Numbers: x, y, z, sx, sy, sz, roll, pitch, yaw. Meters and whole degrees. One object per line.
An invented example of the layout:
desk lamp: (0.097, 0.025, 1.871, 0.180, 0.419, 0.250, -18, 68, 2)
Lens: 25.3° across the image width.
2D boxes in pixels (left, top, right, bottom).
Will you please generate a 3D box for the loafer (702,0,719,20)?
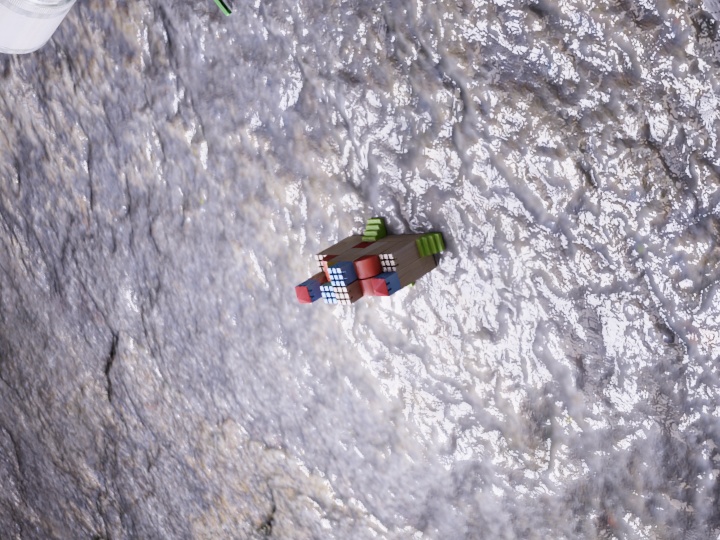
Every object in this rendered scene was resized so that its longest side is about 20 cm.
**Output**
loafer: (0.365, -0.323, 1.673, 0.072, 0.063, 0.201, -18, 99, 49)

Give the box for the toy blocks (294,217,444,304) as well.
toy blocks: (0.000, 0.000, 2.169, 0.199, 0.136, 0.101, -1, 112, 45)

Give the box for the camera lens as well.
camera lens: (-0.507, -0.433, 2.408, 0.160, 0.160, 0.200, 56, 139, 4)

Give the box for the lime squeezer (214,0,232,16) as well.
lime squeezer: (-0.223, -0.451, 2.219, 0.070, 0.038, 0.201, -3, 113, 12)
